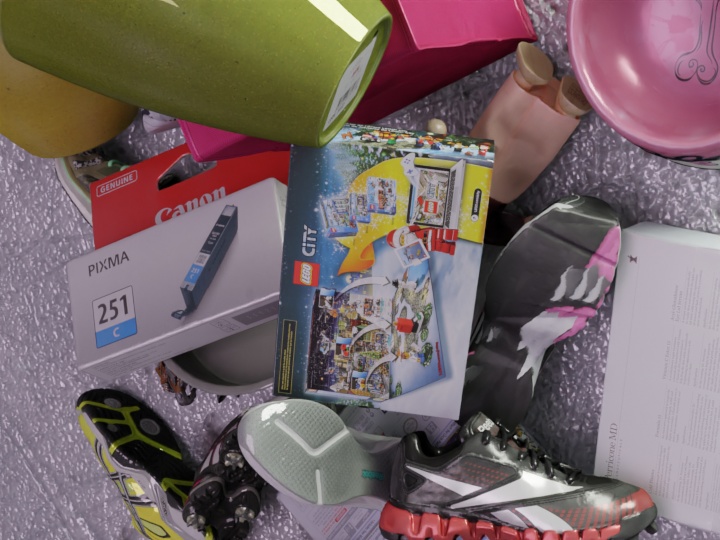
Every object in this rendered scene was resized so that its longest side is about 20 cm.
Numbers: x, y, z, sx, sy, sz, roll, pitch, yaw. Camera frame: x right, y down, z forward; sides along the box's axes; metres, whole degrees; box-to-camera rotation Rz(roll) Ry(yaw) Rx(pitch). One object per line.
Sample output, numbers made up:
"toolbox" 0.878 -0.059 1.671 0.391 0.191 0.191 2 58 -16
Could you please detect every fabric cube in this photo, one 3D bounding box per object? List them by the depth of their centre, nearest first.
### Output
"fabric cube" -0.025 -0.211 1.140 0.198 0.199 0.198 -24 86 32

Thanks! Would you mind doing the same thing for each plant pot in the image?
"plant pot" -0.087 -0.165 0.982 0.199 0.187 0.188 30 115 7
"plant pot" -0.255 -0.179 1.316 0.198 0.200 0.143 2 125 32

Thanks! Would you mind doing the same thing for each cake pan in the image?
"cake pan" -0.079 0.002 1.232 0.198 0.037 0.202 -11 67 27

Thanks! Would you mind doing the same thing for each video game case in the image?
"video game case" 0.050 0.177 1.257 0.181 0.045 0.201 47 120 18

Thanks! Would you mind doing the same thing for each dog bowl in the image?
"dog bowl" 0.225 -0.164 1.061 0.198 0.074 0.203 7 103 31

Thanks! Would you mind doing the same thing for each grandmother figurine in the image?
"grandmother figurine" 0.093 -0.065 1.177 0.121 0.061 0.200 42 122 5

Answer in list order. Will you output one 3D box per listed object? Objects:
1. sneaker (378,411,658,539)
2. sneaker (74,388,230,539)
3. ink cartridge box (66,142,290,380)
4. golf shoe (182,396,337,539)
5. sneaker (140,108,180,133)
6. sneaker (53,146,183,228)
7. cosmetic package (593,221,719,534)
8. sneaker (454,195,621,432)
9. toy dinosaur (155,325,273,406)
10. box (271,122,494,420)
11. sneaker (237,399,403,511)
"sneaker" 0.110 0.150 1.122 0.198 0.071 0.099 1 93 14
"sneaker" -0.191 0.188 1.399 0.200 0.075 0.077 47 122 20
"ink cartridge box" -0.138 -0.028 1.229 0.198 0.045 0.178 -21 64 23
"golf shoe" -0.085 0.139 1.295 0.077 0.089 0.200 27 133 -20
"sneaker" -0.146 -0.175 1.247 0.074 0.200 0.116 -13 92 -6
"sneaker" -0.189 -0.061 1.352 0.088 0.077 0.201 -38 65 11
"cosmetic package" 0.247 0.079 1.107 0.149 0.052 0.202 13 106 29
"sneaker" 0.121 0.022 1.154 0.080 0.087 0.201 31 120 -2
"toy dinosaur" -0.111 0.037 1.311 0.136 0.101 0.201 50 143 33
"box" 0.014 0.001 1.093 0.135 0.038 0.202 8 117 3
"sneaker" -0.028 0.142 1.165 0.080 0.200 0.071 -2 71 40
